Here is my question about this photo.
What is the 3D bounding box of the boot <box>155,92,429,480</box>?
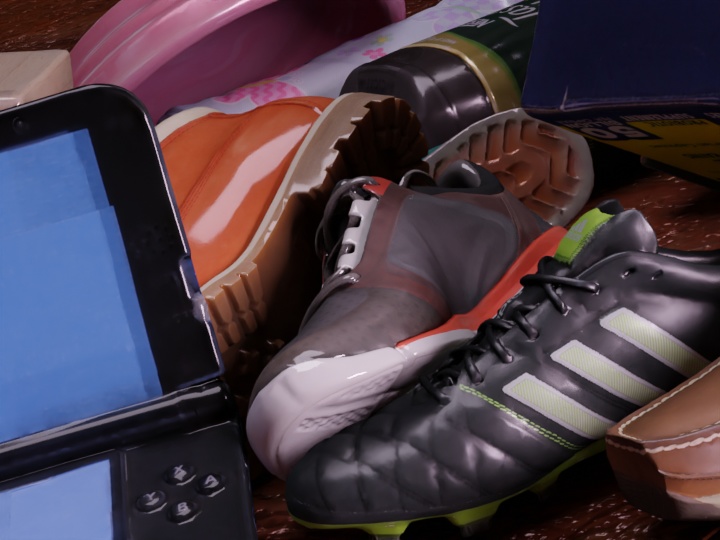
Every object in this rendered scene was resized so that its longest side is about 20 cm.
[{"bbox_3d":[-0.065,0.011,1.031,0.107,0.075,0.200,8,47,33],"label":"boot"}]

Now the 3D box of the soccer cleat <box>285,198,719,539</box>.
[{"bbox_3d":[0.065,0.026,0.904,0.199,0.081,0.068,-19,14,-8],"label":"soccer cleat"}]

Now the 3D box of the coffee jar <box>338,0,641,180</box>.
[{"bbox_3d":[0.091,-0.082,1.274,0.199,0.086,0.104,-24,15,-23],"label":"coffee jar"}]

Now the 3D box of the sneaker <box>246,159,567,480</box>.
[{"bbox_3d":[0.005,0.011,0.988,0.077,0.082,0.200,-47,-10,29],"label":"sneaker"}]

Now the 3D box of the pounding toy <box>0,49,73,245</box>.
[{"bbox_3d":[-0.175,0.019,1.047,0.142,0.185,0.200,-3,10,0],"label":"pounding toy"}]

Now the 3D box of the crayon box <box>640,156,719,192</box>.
[{"bbox_3d":[0.175,-0.145,1.185,0.051,0.127,0.200,19,51,9],"label":"crayon box"}]

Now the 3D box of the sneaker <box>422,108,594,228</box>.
[{"bbox_3d":[0.000,0.000,1.130,0.199,0.072,0.080,-24,-5,-3],"label":"sneaker"}]

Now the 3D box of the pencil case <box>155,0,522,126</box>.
[{"bbox_3d":[0.000,-0.070,1.339,0.200,0.083,0.091,-25,18,-26],"label":"pencil case"}]

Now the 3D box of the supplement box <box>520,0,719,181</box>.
[{"bbox_3d":[0.168,-0.080,0.942,0.200,0.110,0.109,15,-8,-37],"label":"supplement box"}]

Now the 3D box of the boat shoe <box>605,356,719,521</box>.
[{"bbox_3d":[0.159,0.012,0.860,0.199,0.074,0.076,-23,15,-22],"label":"boat shoe"}]

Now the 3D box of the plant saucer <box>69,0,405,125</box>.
[{"bbox_3d":[-0.074,-0.093,1.364,0.200,0.051,0.201,-30,-20,-12],"label":"plant saucer"}]

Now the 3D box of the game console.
[{"bbox_3d":[-0.144,0.053,0.891,0.199,0.119,0.171,-17,32,3],"label":"game console"}]
